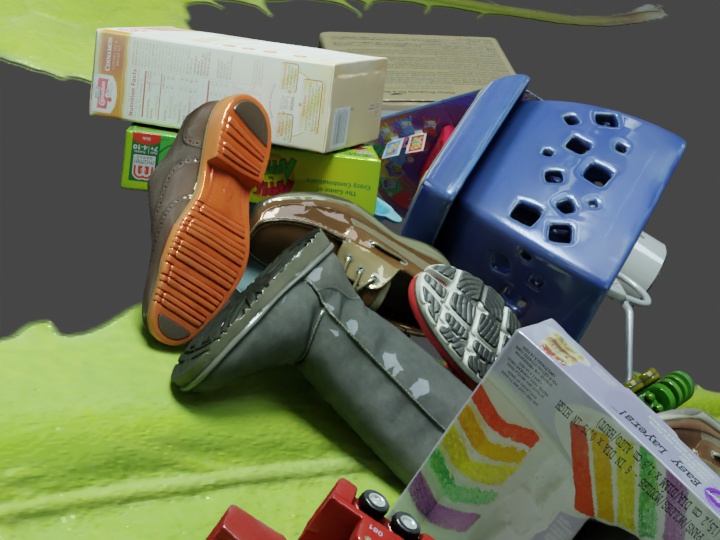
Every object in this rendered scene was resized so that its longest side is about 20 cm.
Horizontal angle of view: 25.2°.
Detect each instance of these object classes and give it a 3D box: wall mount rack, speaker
[{"bbox_3d":[0.198,0.035,1.541,0.200,0.075,0.174,20,24,-30],"label":"wall mount rack"},{"bbox_3d":[0.220,-0.045,1.700,0.200,0.081,0.081,32,24,-5],"label":"speaker"}]

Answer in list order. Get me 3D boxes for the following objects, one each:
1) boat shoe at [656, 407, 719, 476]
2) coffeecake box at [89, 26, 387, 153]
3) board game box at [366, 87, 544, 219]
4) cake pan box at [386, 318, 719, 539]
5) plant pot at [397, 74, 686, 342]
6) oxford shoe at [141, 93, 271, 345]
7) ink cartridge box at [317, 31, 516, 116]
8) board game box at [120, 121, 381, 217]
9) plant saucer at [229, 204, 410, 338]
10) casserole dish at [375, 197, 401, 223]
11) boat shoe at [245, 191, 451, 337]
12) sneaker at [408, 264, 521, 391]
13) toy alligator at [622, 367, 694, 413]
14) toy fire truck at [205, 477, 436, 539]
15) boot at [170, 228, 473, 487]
[{"bbox_3d":[0.285,0.167,1.389,0.200,0.076,0.072,12,57,-41],"label":"boat shoe"},{"bbox_3d":[-0.096,-0.151,1.313,0.200,0.073,0.154,11,12,15],"label":"coffeecake box"},{"bbox_3d":[0.103,-0.089,1.511,0.039,0.200,0.158,-78,147,-46],"label":"board game box"},{"bbox_3d":[0.136,0.166,1.069,0.200,0.184,0.052,45,30,22],"label":"cake pan box"},{"bbox_3d":[0.138,-0.036,1.382,0.180,0.200,0.200,29,52,5],"label":"plant pot"},{"bbox_3d":[-0.125,-0.035,1.193,0.071,0.073,0.200,40,58,-41],"label":"oxford shoe"},{"bbox_3d":[0.062,-0.181,1.677,0.200,0.075,0.165,1,34,-12],"label":"ink cartridge box"},{"bbox_3d":[-0.088,-0.085,1.301,0.200,0.048,0.102,7,10,-5],"label":"board game box"},{"bbox_3d":[-0.053,0.014,1.292,0.201,0.039,0.201,27,25,-14],"label":"plant saucer"},{"bbox_3d":[-0.058,-0.080,1.428,0.200,0.039,0.121,30,10,4],"label":"casserole dish"},{"bbox_3d":[0.000,0.000,1.249,0.200,0.076,0.074,18,32,-31],"label":"boat shoe"},{"bbox_3d":[0.089,0.079,1.259,0.200,0.085,0.077,50,46,-27],"label":"sneaker"},{"bbox_3d":[0.260,0.123,1.453,0.059,0.054,0.200,56,31,11],"label":"toy alligator"},{"bbox_3d":[0.001,0.198,1.001,0.200,0.049,0.141,34,24,-2],"label":"toy fire truck"},{"bbox_3d":[-0.016,0.089,1.160,0.182,0.073,0.200,-43,103,-30],"label":"boot"}]
